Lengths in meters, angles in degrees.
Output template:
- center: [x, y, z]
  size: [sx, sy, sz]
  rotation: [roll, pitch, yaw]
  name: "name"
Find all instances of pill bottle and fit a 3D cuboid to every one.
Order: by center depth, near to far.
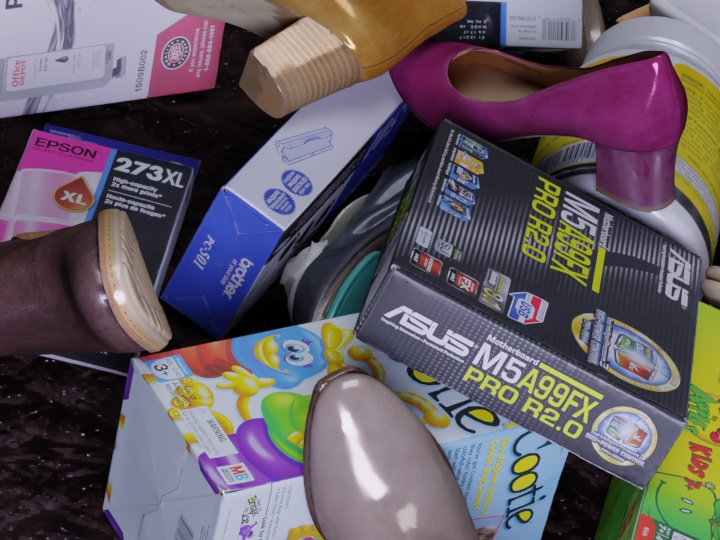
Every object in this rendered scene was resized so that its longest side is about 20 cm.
- center: [0.156, -0.056, 1.637]
  size: [0.114, 0.115, 0.200]
  rotation: [18, 38, 4]
  name: "pill bottle"

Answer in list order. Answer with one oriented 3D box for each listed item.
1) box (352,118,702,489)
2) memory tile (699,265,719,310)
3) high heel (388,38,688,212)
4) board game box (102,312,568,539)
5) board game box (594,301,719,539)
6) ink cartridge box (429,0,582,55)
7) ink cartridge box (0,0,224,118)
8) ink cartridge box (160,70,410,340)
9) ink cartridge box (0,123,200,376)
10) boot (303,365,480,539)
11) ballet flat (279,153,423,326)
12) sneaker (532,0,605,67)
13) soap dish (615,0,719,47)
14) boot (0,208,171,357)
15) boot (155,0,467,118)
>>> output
- center: [0.089, 0.012, 1.426]
  size: [0.160, 0.044, 0.200]
  rotation: [28, 25, -3]
  name: "box"
- center: [0.271, 0.066, 1.517]
  size: [0.200, 0.153, 0.017]
  rotation: [29, 81, 17]
  name: "memory tile"
- center: [0.093, -0.110, 1.534]
  size: [0.200, 0.096, 0.067]
  rotation: [24, 45, 30]
  name: "high heel"
- center: [-0.011, 0.094, 1.407]
  size: [0.200, 0.105, 0.103]
  rotation: [-10, 44, -29]
  name: "board game box"
- center: [0.154, 0.117, 1.430]
  size: [0.048, 0.102, 0.200]
  rotation: [24, 39, 0]
  name: "board game box"
- center: [0.051, -0.147, 1.727]
  size: [0.099, 0.039, 0.200]
  rotation: [-1, 3, -18]
  name: "ink cartridge box"
- center: [-0.180, -0.169, 1.642]
  size: [0.199, 0.147, 0.083]
  rotation: [-11, 42, -27]
  name: "ink cartridge box"
- center: [-0.031, -0.052, 1.583]
  size: [0.044, 0.094, 0.200]
  rotation: [36, 41, 4]
  name: "ink cartridge box"
- center: [-0.149, -0.024, 1.566]
  size: [0.094, 0.037, 0.200]
  rotation: [13, 36, 0]
  name: "ink cartridge box"
- center: [0.040, 0.154, 1.287]
  size: [0.070, 0.200, 0.146]
  rotation: [-26, 29, -6]
  name: "boot"
- center: [0.000, 0.000, 1.565]
  size: [0.073, 0.073, 0.200]
  rotation: [25, 45, 13]
  name: "ballet flat"
- center: [0.104, -0.168, 1.813]
  size: [0.075, 0.071, 0.200]
  rotation: [-12, 38, -4]
  name: "sneaker"
- center: [0.275, -0.132, 1.796]
  size: [0.200, 0.081, 0.157]
  rotation: [-26, 53, -39]
  name: "soap dish"
- center: [-0.181, 0.028, 1.380]
  size: [0.166, 0.073, 0.200]
  rotation: [-21, 8, -7]
  name: "boot"
- center: [-0.046, -0.187, 1.575]
  size: [0.144, 0.071, 0.201]
  rotation: [-34, 81, -29]
  name: "boot"
